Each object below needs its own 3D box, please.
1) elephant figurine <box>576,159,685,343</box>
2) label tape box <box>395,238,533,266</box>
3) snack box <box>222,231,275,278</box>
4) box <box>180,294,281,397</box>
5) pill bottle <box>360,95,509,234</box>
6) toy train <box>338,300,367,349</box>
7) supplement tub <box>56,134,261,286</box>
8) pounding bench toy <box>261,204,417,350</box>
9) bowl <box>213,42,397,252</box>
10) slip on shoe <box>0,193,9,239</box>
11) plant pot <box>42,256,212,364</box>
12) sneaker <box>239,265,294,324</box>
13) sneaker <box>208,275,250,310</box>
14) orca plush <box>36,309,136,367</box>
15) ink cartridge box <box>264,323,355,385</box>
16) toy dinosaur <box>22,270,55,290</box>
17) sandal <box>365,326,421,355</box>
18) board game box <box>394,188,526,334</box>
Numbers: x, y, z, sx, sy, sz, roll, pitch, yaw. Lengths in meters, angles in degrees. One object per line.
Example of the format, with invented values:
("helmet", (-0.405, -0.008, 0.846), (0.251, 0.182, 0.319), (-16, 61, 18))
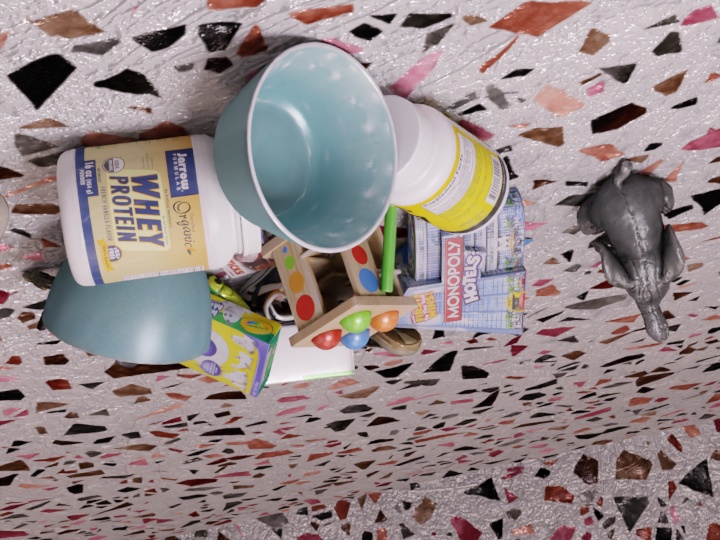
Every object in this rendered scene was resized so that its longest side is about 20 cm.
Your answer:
("elephant figurine", (0.377, -0.021, 1.591), (0.154, 0.201, 0.141), (5, 154, -36))
("label tape box", (0.141, 0.002, 1.725), (0.199, 0.064, 0.144), (5, 154, -36))
("snack box", (-0.164, -0.040, 1.518), (0.071, 0.024, 0.200), (-16, 158, 7))
("box", (-0.213, 0.084, 1.617), (0.199, 0.048, 0.118), (24, 134, 8))
("pill bottle", (0.074, -0.116, 1.317), (0.114, 0.115, 0.200), (-22, 156, 27))
("toy train", (0.001, 0.084, 1.914), (0.046, 0.034, 0.200), (-25, 158, 1))
("supplement tub", (-0.210, -0.066, 1.260), (0.198, 0.145, 0.145), (-8, 159, -8))
("pounding bench toy", (0.000, 0.000, 1.495), (0.200, 0.157, 0.124), (-33, 157, 36))
("bowl", (-0.067, -0.116, 1.181), (0.200, 0.202, 0.105), (10, 171, -43))
("slip on shoe", (-0.445, -0.040, 1.339), (0.200, 0.076, 0.061), (-40, -175, 39))
("plant pot", (-0.263, 0.008, 1.404), (0.199, 0.136, 0.200), (13, -165, -4))
("sneaker", (-0.121, 0.044, 1.686), (0.078, 0.080, 0.200), (-3, 159, -22))
("sneaker", (-0.208, 0.074, 1.689), (0.084, 0.074, 0.200), (-48, 172, -24))
("orca plush", (-0.328, 0.073, 1.545), (0.199, 0.106, 0.071), (2, 175, -41))
("ink cartridge box", (-0.099, 0.115, 1.774), (0.144, 0.085, 0.200), (-6, -179, -12))
("toy dinosaur", (-0.333, 0.015, 1.554), (0.198, 0.048, 0.088), (-11, 153, -8))
("sandal", (0.032, 0.087, 1.633), (0.080, 0.054, 0.200), (4, -165, -15))
("board game box", (0.117, 0.002, 1.578), (0.198, 0.062, 0.201), (-9, 124, -10))
